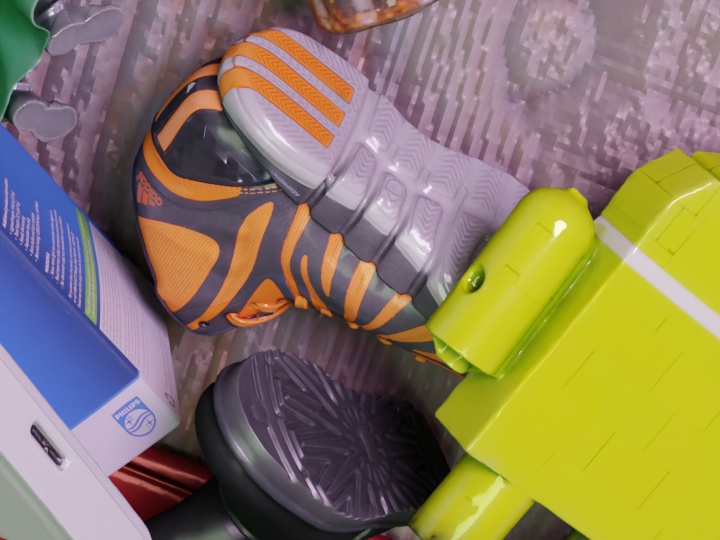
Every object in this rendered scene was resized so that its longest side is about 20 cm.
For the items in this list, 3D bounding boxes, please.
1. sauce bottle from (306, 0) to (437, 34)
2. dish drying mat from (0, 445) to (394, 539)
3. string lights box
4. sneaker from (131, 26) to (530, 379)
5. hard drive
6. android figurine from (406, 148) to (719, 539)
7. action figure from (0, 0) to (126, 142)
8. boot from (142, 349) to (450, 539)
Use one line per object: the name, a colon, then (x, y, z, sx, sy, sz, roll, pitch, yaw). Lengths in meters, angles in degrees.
sauce bottle: (-0.023, -0.183, 1.016, 0.066, 0.066, 0.200, -17, 107, 22)
dish drying mat: (-0.069, 0.115, 1.191, 0.199, 0.018, 0.077, 20, 118, 6)
string lights box: (-0.152, -0.019, 1.073, 0.059, 0.103, 0.200, -36, 117, 11)
sneaker: (0.000, 0.000, 1.096, 0.200, 0.078, 0.112, 42, 133, -12)
hard drive: (-0.174, 0.042, 1.050, 0.200, 0.027, 0.132, 15, 148, 45)
android figurine: (0.110, 0.038, 1.048, 0.182, 0.041, 0.200, 34, 96, -32)
action figure: (-0.159, -0.126, 0.994, 0.200, 0.055, 0.118, 47, 121, 27)
boot: (-0.082, 0.108, 1.100, 0.200, 0.165, 0.066, -27, 66, 19)
